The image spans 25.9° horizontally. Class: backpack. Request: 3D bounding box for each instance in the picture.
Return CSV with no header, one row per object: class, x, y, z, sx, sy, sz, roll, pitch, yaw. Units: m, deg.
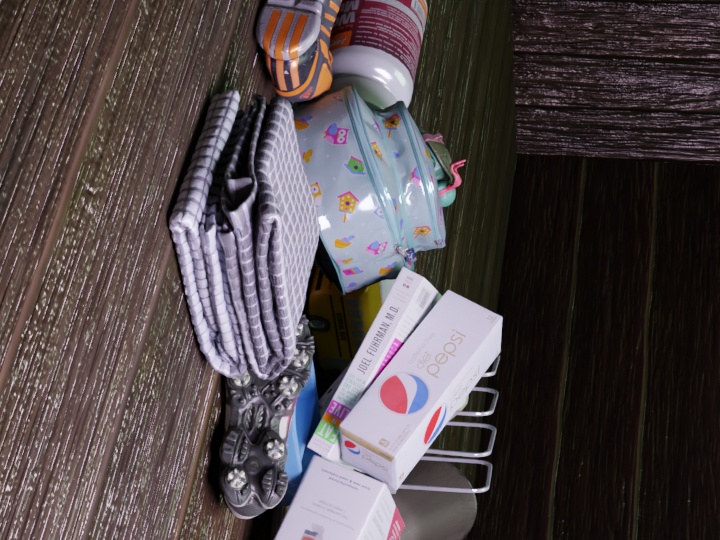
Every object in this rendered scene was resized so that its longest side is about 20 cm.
backpack,-0.002,-0.086,1.543,0.200,0.153,0.176,47,25,-67

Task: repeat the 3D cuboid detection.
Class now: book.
book,0.021,0.102,1.582,0.200,0.048,0.134,-61,163,-4

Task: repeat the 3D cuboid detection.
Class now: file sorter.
file sorter,0.099,0.152,1.844,0.139,0.124,0.200,-50,143,-78

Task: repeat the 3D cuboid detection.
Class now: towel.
towel,-0.087,-0.030,1.311,0.200,0.085,0.166,83,13,-44

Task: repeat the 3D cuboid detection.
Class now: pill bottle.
pill bottle,0.008,-0.226,1.701,0.110,0.109,0.200,82,16,-50

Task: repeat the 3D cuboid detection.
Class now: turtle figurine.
turtle figurine,0.055,-0.131,1.868,0.200,0.101,0.150,60,-20,22

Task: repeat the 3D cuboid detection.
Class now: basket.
basket,0.027,0.304,1.904,0.200,0.180,0.136,-8,94,-69

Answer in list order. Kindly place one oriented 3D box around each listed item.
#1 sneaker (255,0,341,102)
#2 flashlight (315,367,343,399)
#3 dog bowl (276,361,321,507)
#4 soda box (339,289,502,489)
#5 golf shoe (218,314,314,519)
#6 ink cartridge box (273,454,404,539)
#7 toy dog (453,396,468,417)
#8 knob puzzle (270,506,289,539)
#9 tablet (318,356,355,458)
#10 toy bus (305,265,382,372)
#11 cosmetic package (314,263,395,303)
sneaker,-0.051,-0.247,1.505,0.112,0.078,0.200,86,23,-56
flashlight,-0.024,0.170,1.814,0.068,0.068,0.200,-52,156,-11
dog bowl,-0.074,0.155,1.551,0.112,0.050,0.200,-76,167,-45
soda box,0.062,0.116,1.547,0.200,0.068,0.064,-50,154,-30
golf shoe,-0.095,0.126,1.417,0.088,0.077,0.200,119,-16,-64
ink cartridge box,-0.040,0.305,1.540,0.200,0.083,0.145,-63,161,-20
toy dog,0.039,0.129,2.019,0.194,0.140,0.200,-41,152,-20
knob puzzle,-0.068,0.331,1.703,0.220,0.030,0.220,4,90,-81
tablet,-0.012,0.168,1.728,0.130,0.014,0.200,-49,155,-23
toy bus,-0.016,0.058,1.759,0.200,0.078,0.065,80,17,-52
cosmetic package,0.000,0.000,1.829,0.200,0.081,0.113,81,16,-48
